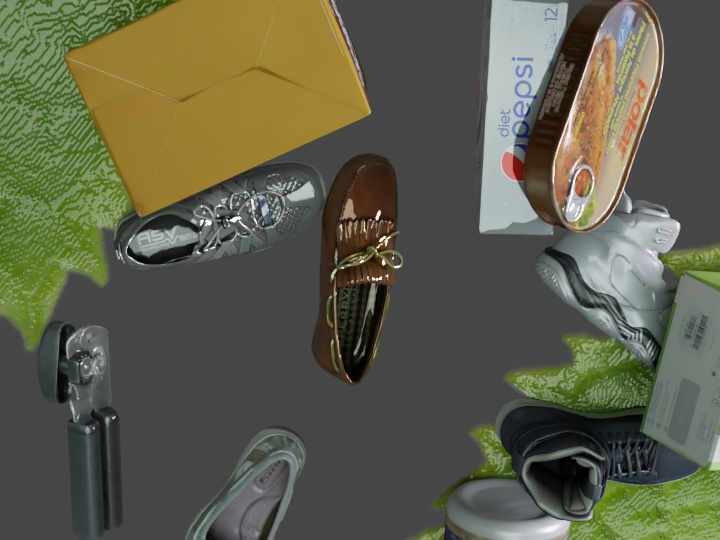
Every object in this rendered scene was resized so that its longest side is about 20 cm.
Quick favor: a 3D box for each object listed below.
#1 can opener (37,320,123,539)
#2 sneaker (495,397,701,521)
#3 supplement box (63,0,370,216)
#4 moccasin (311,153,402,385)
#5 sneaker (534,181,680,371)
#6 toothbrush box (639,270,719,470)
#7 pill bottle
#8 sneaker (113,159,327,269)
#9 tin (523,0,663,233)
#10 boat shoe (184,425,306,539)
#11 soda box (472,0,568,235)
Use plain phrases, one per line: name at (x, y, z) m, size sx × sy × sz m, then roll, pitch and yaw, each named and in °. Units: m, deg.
can opener at (-0.257, 0.145, 1.241) m, size 0.066 × 0.053 × 0.203 m, roll 9°, pitch 106°, yaw 30°
sneaker at (0.227, 0.174, 1.200) m, size 0.199 × 0.146 × 0.078 m, roll 6°, pitch 102°, yaw -4°
supplement box at (-0.104, -0.161, 1.083) m, size 0.195 × 0.200 × 0.134 m, roll -23°, pitch 103°, yaw 5°
moccasin at (-0.001, 0.000, 1.179) m, size 0.073 × 0.078 × 0.204 m, roll 7°, pitch 105°, yaw -27°
sneaker at (0.261, 0.013, 1.196) m, size 0.199 × 0.075 × 0.115 m, roll 36°, pitch 103°, yaw -6°
toothbrush box at (0.351, 0.084, 1.163) m, size 0.198 × 0.086 × 0.148 m, roll 2°, pitch 107°, yaw -36°
pill bottle at (0.129, 0.305, 1.244) m, size 0.114 × 0.116 × 0.203 m, roll 2°, pitch 104°, yaw -2°
sneaker at (-0.122, -0.036, 1.174) m, size 0.197 × 0.082 × 0.076 m, roll -20°, pitch 103°, yaw 4°
tin at (0.197, -0.132, 1.137) m, size 0.111 × 0.042 × 0.203 m, roll 26°, pitch 83°, yaw -43°
boat shoe at (-0.113, 0.240, 1.250) m, size 0.074 × 0.065 × 0.203 m, roll 31°, pitch 102°, yaw -7°
soda box at (0.136, -0.135, 1.164) m, size 0.067 × 0.064 × 0.203 m, roll 1°, pitch 104°, yaw -1°
